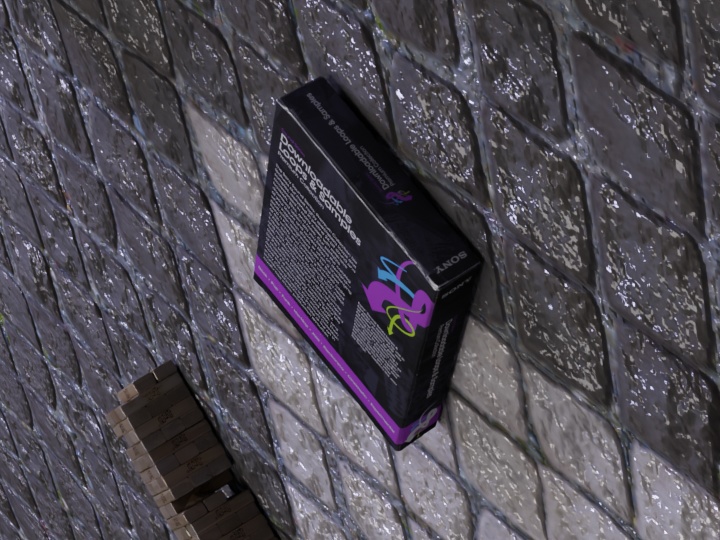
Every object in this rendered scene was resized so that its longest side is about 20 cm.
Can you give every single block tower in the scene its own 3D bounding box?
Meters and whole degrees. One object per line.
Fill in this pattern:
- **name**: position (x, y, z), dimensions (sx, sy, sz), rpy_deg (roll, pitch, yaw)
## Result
- **block tower**: position (-0.116, 0.168, 1.872), dimensions (0.200, 0.054, 0.058), rpy_deg (59, 160, 1)

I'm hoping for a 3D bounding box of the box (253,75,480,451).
- **box**: position (0.000, 0.000, 1.416), dimensions (0.143, 0.036, 0.200), rpy_deg (50, 159, 19)
